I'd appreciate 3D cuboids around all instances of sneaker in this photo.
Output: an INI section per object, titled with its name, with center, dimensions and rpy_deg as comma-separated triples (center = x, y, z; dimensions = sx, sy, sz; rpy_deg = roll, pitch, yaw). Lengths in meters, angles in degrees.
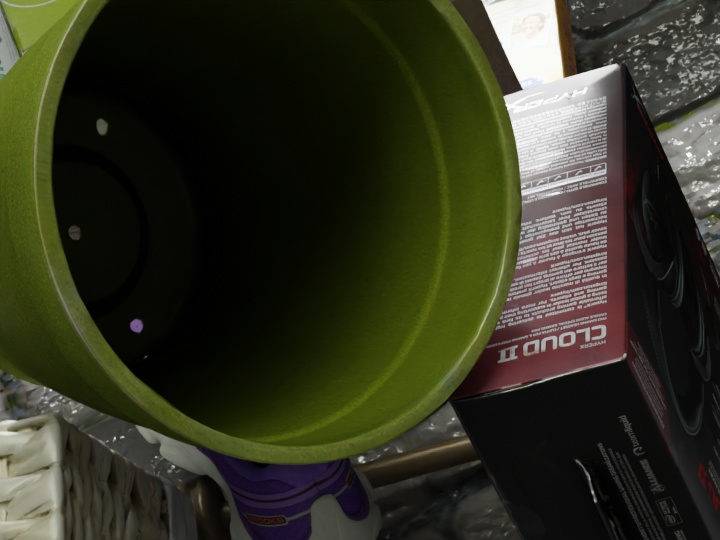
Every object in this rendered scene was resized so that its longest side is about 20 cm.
[sneaker]
center = -0.051, 0.049, 1.239
dimensions = 0.081, 0.083, 0.200
rpy_deg = -27, 40, -16

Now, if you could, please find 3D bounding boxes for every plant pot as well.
[plant pot]
center = -0.074, -0.022, 1.111
dimensions = 0.200, 0.200, 0.193
rpy_deg = -49, 19, -26

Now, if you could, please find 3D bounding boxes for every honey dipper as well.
[honey dipper]
center = -0.012, 0.095, 1.262
dimensions = 0.200, 0.038, 0.038
rpy_deg = -15, 39, 12

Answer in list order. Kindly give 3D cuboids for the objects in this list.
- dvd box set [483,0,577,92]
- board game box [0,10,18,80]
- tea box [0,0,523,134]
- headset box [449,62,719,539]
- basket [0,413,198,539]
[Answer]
[dvd box set]
center = 0.034, -0.073, 1.370
dimensions = 0.146, 0.029, 0.200
rpy_deg = -19, 39, 13
[board game box]
center = -0.197, -0.070, 1.392
dimensions = 0.035, 0.126, 0.200
rpy_deg = 6, 40, -27
[tea box]
center = -0.060, -0.136, 1.348
dimensions = 0.200, 0.134, 0.197
rpy_deg = -28, 48, 1
[headset box]
center = 0.098, 0.039, 1.166
dimensions = 0.077, 0.149, 0.200
rpy_deg = -16, 38, 17
[basket]
center = -0.179, 0.150, 1.199
dimensions = 0.200, 0.123, 0.136
rpy_deg = -14, 59, 16
